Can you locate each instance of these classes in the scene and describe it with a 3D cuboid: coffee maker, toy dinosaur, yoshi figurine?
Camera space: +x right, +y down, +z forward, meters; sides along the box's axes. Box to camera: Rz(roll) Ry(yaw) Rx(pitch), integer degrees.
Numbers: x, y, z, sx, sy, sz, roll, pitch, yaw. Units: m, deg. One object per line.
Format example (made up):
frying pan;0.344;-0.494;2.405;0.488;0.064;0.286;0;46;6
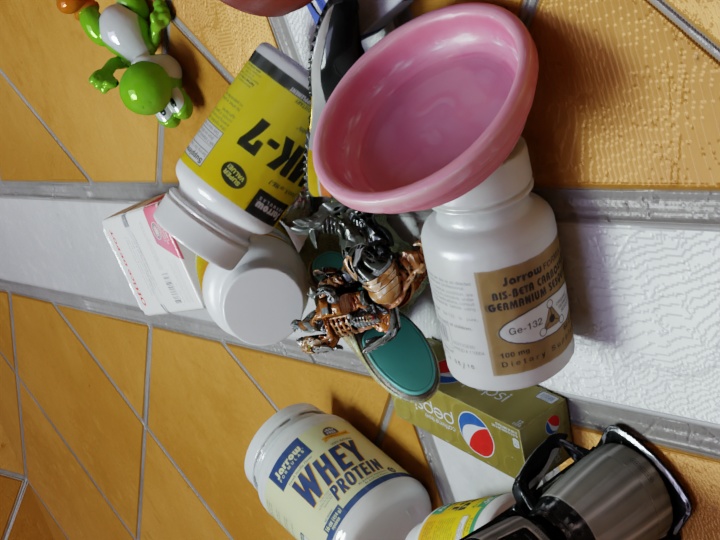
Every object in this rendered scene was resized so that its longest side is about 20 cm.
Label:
coffee maker;0.176;0.262;1.151;0.135;0.200;0.193;31;139;44
toy dinosaur;0.012;-0.002;1.243;0.136;0.200;0.102;59;180;14
yoshi figurine;-0.266;-0.255;1.508;0.200;0.112;0.112;56;145;3

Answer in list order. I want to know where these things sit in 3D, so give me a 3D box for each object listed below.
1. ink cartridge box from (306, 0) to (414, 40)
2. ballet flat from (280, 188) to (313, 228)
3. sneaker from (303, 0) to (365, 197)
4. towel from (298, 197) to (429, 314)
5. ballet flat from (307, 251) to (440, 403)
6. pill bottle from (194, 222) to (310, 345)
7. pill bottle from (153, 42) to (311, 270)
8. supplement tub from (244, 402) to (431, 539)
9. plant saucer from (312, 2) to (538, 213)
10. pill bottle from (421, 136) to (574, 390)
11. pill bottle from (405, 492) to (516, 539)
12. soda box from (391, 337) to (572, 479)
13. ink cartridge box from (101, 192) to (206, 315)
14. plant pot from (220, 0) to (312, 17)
ink cartridge box;0.004;-0.274;1.119;0.120;0.042;0.200;61;149;0
ballet flat;-0.088;-0.114;1.386;0.076;0.064;0.200;42;147;34
sneaker;0.002;-0.151;1.154;0.090;0.070;0.201;10;124;6
towel;0.000;0.000;1.374;0.149;0.036;0.200;54;151;14
ballet flat;0.014;0.064;1.303;0.200;0.071;0.071;50;150;29
pill bottle;-0.113;0.008;1.374;0.200;0.111;0.111;-123;15;-70
pill bottle;-0.105;-0.107;1.257;0.114;0.200;0.114;35;-175;-4
supplement tub;-0.030;0.259;1.538;0.200;0.145;0.145;35;142;38
plant saucer;0.056;-0.122;1.038;0.200;0.201;0.051;23;163;49
pill bottle;0.112;-0.009;1.102;0.114;0.114;0.200;21;133;50
pill bottle;0.123;0.294;1.357;0.113;0.113;0.200;61;152;1
soda box;0.113;0.134;1.281;0.200;0.064;0.068;23;134;49
ink cartridge box;-0.240;-0.026;1.688;0.200;0.083;0.147;-8;109;59
plant pot;-0.039;-0.296;0.964;0.195;0.201;0.201;-31;88;50
